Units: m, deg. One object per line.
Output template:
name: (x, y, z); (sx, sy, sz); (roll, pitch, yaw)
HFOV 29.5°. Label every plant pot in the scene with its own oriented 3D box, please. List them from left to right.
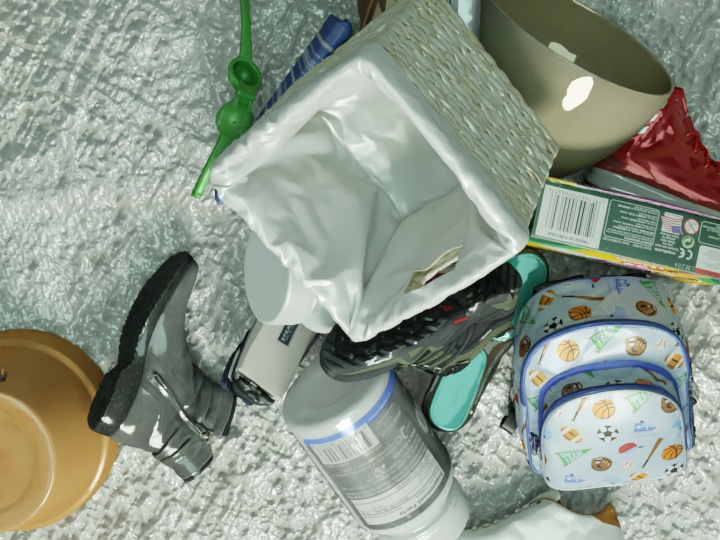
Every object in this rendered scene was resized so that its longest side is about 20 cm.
plant pot: (-0.344, 0.168, 1.329); (0.197, 0.140, 0.204); (0, 97, 1)
plant pot: (0.169, -0.162, 1.256); (0.198, 0.201, 0.136); (28, 117, -2)

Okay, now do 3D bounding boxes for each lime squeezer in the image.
lime squeezer: (-0.117, -0.166, 1.299); (0.037, 0.071, 0.203); (13, 88, -13)

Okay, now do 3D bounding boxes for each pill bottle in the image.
pill bottle: (0.000, 0.000, 1.267); (0.197, 0.114, 0.116); (0, 99, -30)
pill bottle: (0.020, 0.178, 1.306); (0.113, 0.114, 0.201); (-30, 119, 5)

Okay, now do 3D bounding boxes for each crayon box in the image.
crayon box: (0.242, -0.032, 1.260); (0.197, 0.173, 0.059); (13, 88, -2)

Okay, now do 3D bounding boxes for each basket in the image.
basket: (0.023, -0.089, 1.108); (0.197, 0.161, 0.200); (-31, 108, 38)

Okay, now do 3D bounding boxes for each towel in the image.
towel: (-0.071, -0.153, 1.277); (0.024, 0.145, 0.201); (35, 98, -11)

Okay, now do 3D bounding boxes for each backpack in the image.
backpack: (0.224, 0.102, 1.274); (0.197, 0.155, 0.193); (-11, 122, 3)

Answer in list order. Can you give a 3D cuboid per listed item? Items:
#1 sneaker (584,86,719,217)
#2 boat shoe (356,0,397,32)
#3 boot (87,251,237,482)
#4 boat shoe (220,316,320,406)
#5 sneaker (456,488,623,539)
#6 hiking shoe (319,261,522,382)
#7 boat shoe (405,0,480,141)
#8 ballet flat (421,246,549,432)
sneaker: (0.323, -0.109, 1.303); (0.197, 0.078, 0.117); (14, 99, -1)
boat shoe: (0.024, -0.236, 1.210); (0.071, 0.072, 0.203); (27, 119, 32)
boot: (-0.176, 0.095, 1.353); (0.131, 0.070, 0.202); (29, 78, -25)
boat shoe: (-0.073, 0.044, 1.341); (0.074, 0.093, 0.201); (38, 67, -12)
sneaker: (0.163, 0.263, 1.372); (0.197, 0.073, 0.086); (0, 67, 8)
hiking shoe: (0.059, 0.067, 1.223); (0.197, 0.076, 0.102); (-21, 134, -14)
boat shoe: (0.062, -0.170, 1.174); (0.070, 0.072, 0.203); (10, 117, 8)
ballet flat: (0.116, 0.062, 1.335); (0.067, 0.068, 0.202); (31, 97, -4)
